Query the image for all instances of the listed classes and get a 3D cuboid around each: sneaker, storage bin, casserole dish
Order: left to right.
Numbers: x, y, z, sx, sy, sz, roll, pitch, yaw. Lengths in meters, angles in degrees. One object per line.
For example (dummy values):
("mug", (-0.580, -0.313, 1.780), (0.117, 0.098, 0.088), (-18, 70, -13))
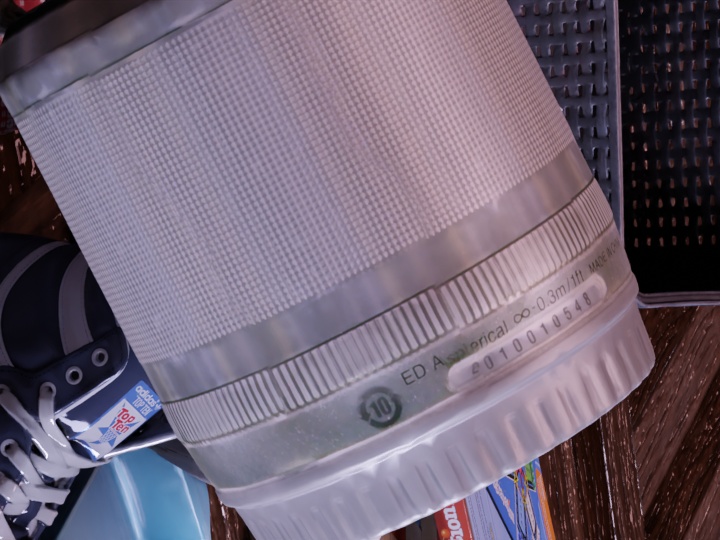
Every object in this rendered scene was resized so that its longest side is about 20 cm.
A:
("sneaker", (-0.119, 0.078, 0.947), (0.070, 0.108, 0.201), (48, 45, -59))
("casserole dish", (-0.108, 0.138, 1.073), (0.200, 0.039, 0.122), (-64, 147, -49))
("storage bin", (0.113, -0.083, 1.290), (0.135, 0.093, 0.202), (-1, 90, -55))

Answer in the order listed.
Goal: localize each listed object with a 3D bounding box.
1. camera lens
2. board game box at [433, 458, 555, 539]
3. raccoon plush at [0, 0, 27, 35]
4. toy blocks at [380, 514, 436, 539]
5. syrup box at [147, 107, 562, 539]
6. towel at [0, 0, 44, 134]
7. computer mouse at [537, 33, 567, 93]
("camera lens", (-0.012, -0.028, 0.906), (0.201, 0.159, 0.160), (63, 25, -5))
("board game box", (0.050, 0.060, 1.297), (0.103, 0.019, 0.201), (-47, 129, -59))
("raccoon plush", (-0.181, -0.051, 0.868), (0.201, 0.096, 0.134), (-61, 163, -10))
("toy blocks", (0.006, 0.154, 1.321), (0.200, 0.099, 0.137), (59, 25, -53))
("syrup box", (0.000, 0.000, 1.121), (0.201, 0.078, 0.081), (-67, 154, -8))
("towel", (-0.115, -0.127, 1.029), (0.200, 0.022, 0.146), (-17, 107, -52))
("computer mouse", (0.093, -0.083, 1.398), (0.200, 0.044, 0.110), (33, 59, -65))
